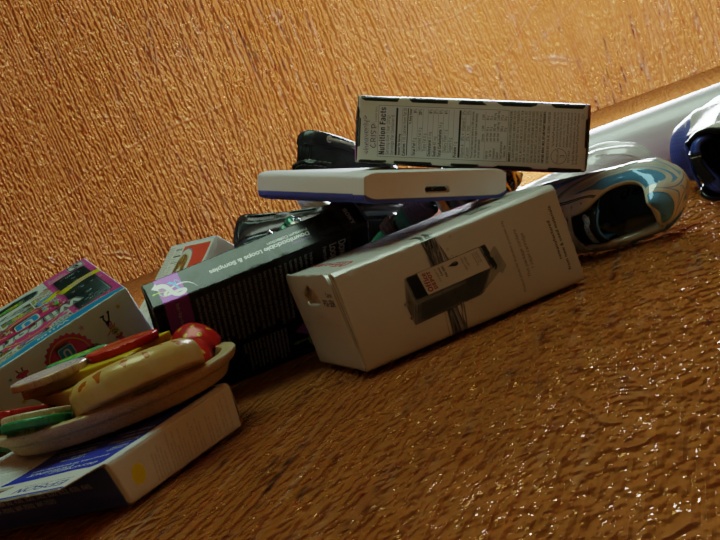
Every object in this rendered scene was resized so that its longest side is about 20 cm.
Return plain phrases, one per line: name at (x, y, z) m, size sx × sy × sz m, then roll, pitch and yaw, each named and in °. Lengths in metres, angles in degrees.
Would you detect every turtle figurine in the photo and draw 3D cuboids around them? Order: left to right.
turtle figurine at (0.000, 0.000, 1.323) m, size 0.199 × 0.101 × 0.150 m, roll -30°, pitch -38°, yaw 13°

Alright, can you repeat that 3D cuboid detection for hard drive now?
hard drive at (0.013, -0.073, 1.162) m, size 0.131 × 0.026 × 0.200 m, roll -4°, pitch 6°, yaw -28°

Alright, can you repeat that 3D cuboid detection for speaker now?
speaker at (0.314, -0.135, 1.498) m, size 0.199 × 0.082 × 0.081 m, roll -19°, pitch 6°, yaw 16°

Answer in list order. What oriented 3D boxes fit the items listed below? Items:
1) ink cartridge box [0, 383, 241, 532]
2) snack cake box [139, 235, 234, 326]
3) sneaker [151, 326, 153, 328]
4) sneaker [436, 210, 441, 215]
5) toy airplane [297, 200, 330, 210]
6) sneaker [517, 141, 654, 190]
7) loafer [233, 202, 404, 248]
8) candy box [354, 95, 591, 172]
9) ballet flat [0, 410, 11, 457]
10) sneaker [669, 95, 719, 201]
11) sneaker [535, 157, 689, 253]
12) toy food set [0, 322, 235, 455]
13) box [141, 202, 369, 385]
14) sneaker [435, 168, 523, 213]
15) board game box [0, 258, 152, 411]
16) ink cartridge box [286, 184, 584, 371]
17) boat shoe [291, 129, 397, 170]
ink cartridge box at (-0.215, 0.149, 0.979) m, size 0.197 × 0.047 × 0.200 m, roll -16°, pitch 9°, yaw 31°
snack cake box at (-0.182, 0.032, 1.500) m, size 0.115 × 0.067 × 0.200 m, roll -63°, pitch 18°, yaw -11°
sneaker at (-0.200, 0.088, 1.312) m, size 0.098 × 0.071 × 0.200 m, roll -16°, pitch 9°, yaw 22°
sneaker at (0.086, -0.046, 1.462) m, size 0.199 × 0.085 × 0.077 m, roll -24°, pitch 5°, yaw -32°
toy airplane at (-0.044, -0.035, 1.526) m, size 0.199 × 0.142 × 0.199 m, roll -9°, pitch 19°, yaw 41°
sneaker at (0.201, -0.060, 1.357) m, size 0.199 × 0.075 × 0.100 m, roll -24°, pitch 19°, yaw 16°
loafer at (-0.032, -0.047, 1.381) m, size 0.199 × 0.063 × 0.072 m, roll -11°, pitch -37°, yaw -1°
candy box at (0.102, -0.120, 1.215) m, size 0.199 × 0.061 × 0.136 m, roll 4°, pitch 5°, yaw 9°
ballet flat at (-0.312, 0.142, 1.321) m, size 0.075 × 0.068 × 0.200 m, roll 1°, pitch 12°, yaw -3°
sneaker at (0.332, -0.115, 1.263) m, size 0.115 × 0.081 × 0.199 m, roll -21°, pitch 7°, yaw -22°
sneaker at (0.190, -0.045, 1.193) m, size 0.200 × 0.072 × 0.072 m, roll -20°, pitch 13°, yaw 41°
toy food set at (-0.190, 0.086, 1.029) m, size 0.197 × 0.049 × 0.200 m, roll -19°, pitch 6°, yaw 17°
box at (-0.082, 0.030, 1.198) m, size 0.199 × 0.036 × 0.143 m, roll -21°, pitch -39°, yaw -13°
sneaker at (0.117, -0.085, 1.317) m, size 0.077 × 0.078 × 0.200 m, roll -26°, pitch 22°, yaw 19°
board game box at (-0.282, 0.063, 1.262) m, size 0.147 × 0.064 × 0.200 m, roll -34°, pitch 20°, yaw -14°
ink cartridge box at (0.057, 0.006, 1.116) m, size 0.199 × 0.083 × 0.147 m, roll -22°, pitch 6°, yaw -15°
boat shoe at (0.003, -0.102, 1.386) m, size 0.075 × 0.061 × 0.200 m, roll -4°, pitch -5°, yaw 28°
